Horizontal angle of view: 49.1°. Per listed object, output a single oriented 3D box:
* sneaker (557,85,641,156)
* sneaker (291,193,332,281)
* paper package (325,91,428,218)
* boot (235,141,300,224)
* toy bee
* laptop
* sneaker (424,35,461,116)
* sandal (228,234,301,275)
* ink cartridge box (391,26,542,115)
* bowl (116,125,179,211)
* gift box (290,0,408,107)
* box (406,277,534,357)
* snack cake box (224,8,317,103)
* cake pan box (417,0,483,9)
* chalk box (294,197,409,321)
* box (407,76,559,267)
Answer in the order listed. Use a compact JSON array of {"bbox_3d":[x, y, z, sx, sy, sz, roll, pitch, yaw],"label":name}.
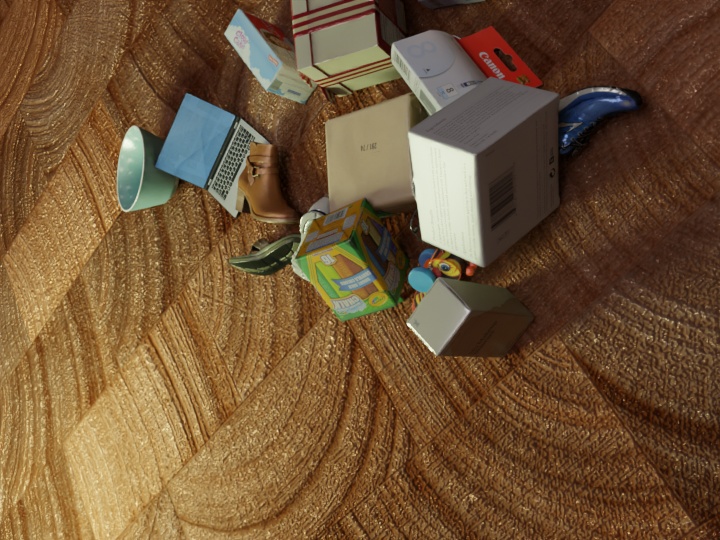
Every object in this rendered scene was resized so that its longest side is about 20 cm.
[{"bbox_3d":[0.334,-0.221,1.195,0.199,0.078,0.090,-13,84,47],"label":"sneaker"},{"bbox_3d":[-0.079,-0.057,1.511,0.076,0.081,0.200,24,138,3],"label":"sneaker"},{"bbox_3d":[0.044,-0.196,1.413,0.199,0.103,0.192,-9,80,39],"label":"paper package"},{"bbox_3d":[-0.186,-0.181,1.622,0.199,0.073,0.156,21,101,40],"label":"boot"},{"bbox_3d":[0.134,0.008,1.293,0.108,0.200,0.131,15,66,20],"label":"toy bee"},{"bbox_3d":[-0.324,-0.250,1.723,0.200,0.116,0.188,42,113,35],"label":"laptop"},{"bbox_3d":[0.149,-0.319,1.328,0.073,0.112,0.201,-21,72,36],"label":"sneaker"},{"bbox_3d":[-0.183,-0.039,1.618,0.200,0.080,0.058,-19,56,31],"label":"sandal"},{"bbox_3d":[0.172,-0.330,1.268,0.160,0.199,0.047,58,164,28],"label":"ink cartridge box"},{"bbox_3d":[-0.494,-0.233,1.856,0.200,0.105,0.202,-8,81,55],"label":"bowl"},{"bbox_3d":[-0.019,-0.420,1.443,0.186,0.200,0.186,-9,76,24],"label":"gift box"},{"bbox_3d":[0.172,0.075,1.212,0.078,0.199,0.095,48,115,32],"label":"box"},{"bbox_3d":[-0.182,-0.440,1.621,0.067,0.115,0.200,-51,56,25],"label":"snack cake box"},{"bbox_3d":[0.197,-0.558,1.353,0.199,0.052,0.185,7,92,41],"label":"cake pan box"},{"bbox_3d":[0.000,0.000,1.385,0.124,0.200,0.124,-20,31,31],"label":"chalk box"},{"bbox_3d":[0.189,-0.149,1.174,0.130,0.200,0.200,27,142,38],"label":"box"}]
